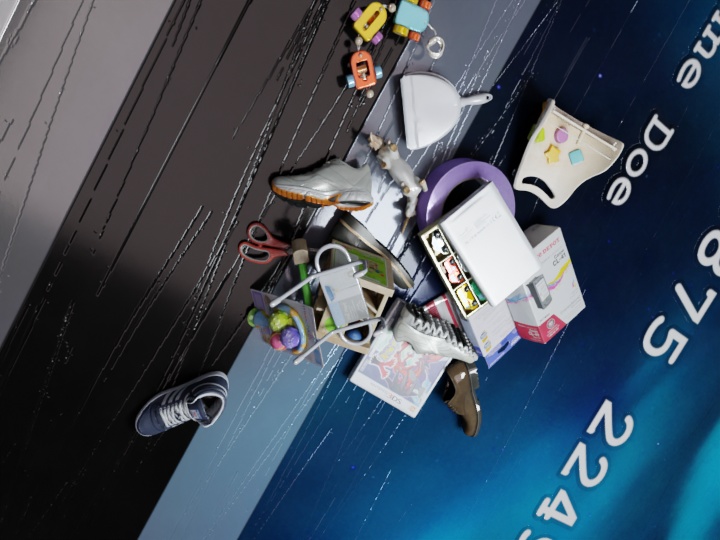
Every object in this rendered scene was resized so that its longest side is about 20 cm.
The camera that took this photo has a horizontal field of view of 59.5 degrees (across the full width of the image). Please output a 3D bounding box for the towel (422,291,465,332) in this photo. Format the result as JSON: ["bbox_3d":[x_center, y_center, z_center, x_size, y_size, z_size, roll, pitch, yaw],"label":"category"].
[{"bbox_3d":[0.168,0.137,1.364,0.196,0.023,0.147,-30,110,-6],"label":"towel"}]

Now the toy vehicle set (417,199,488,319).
[{"bbox_3d":[0.211,-0.021,1.255,0.123,0.027,0.203,-33,108,-5],"label":"toy vehicle set"}]

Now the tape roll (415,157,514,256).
[{"bbox_3d":[0.213,-0.122,1.283,0.194,0.066,0.207,-5,107,-16],"label":"tape roll"}]

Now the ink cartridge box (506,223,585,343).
[{"bbox_3d":[0.382,0.027,1.349,0.146,0.085,0.204,-34,113,-21],"label":"ink cartridge box"}]

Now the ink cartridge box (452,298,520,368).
[{"bbox_3d":[0.269,0.093,1.353,0.118,0.042,0.204,-36,111,-26],"label":"ink cartridge box"}]

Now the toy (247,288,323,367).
[{"bbox_3d":[-0.151,0.110,1.168,0.046,0.197,0.119,-24,114,-34],"label":"toy"}]

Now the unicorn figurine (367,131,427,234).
[{"bbox_3d":[0.079,-0.175,1.208,0.072,0.137,0.205,-22,96,2],"label":"unicorn figurine"}]

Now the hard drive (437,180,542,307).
[{"bbox_3d":[0.254,-0.050,1.226,0.131,0.026,0.202,-37,105,-4],"label":"hard drive"}]

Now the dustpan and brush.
[{"bbox_3d":[0.172,-0.322,1.229,0.193,0.057,0.144,-10,109,-6],"label":"dustpan and brush"}]

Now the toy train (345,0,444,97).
[{"bbox_3d":[0.049,-0.419,1.161,0.195,0.056,0.154,-23,111,-6],"label":"toy train"}]

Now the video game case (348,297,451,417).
[{"bbox_3d":[0.097,0.188,1.337,0.180,0.023,0.203,31,95,-18],"label":"video game case"}]

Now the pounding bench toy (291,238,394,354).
[{"bbox_3d":[-0.056,0.043,1.171,0.195,0.125,0.159,19,114,-10],"label":"pounding bench toy"}]

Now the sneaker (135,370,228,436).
[{"bbox_3d":[-0.341,0.269,1.202,0.196,0.108,0.072,-28,111,-7],"label":"sneaker"}]

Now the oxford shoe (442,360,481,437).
[{"bbox_3d":[0.219,0.286,1.392,0.082,0.073,0.205,-16,114,-8],"label":"oxford shoe"}]

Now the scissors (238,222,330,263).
[{"bbox_3d":[-0.135,-0.033,1.208,0.194,0.014,0.075,17,94,-5],"label":"scissors"}]

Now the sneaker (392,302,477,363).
[{"bbox_3d":[0.153,0.143,1.297,0.196,0.076,0.082,29,110,-16],"label":"sneaker"}]

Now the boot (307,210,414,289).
[{"bbox_3d":[0.000,0.000,1.256,0.199,0.078,0.139,42,95,-9],"label":"boot"}]

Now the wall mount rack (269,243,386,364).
[{"bbox_3d":[-0.053,0.066,1.070,0.169,0.075,0.205,-17,114,5],"label":"wall mount rack"}]

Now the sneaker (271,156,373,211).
[{"bbox_3d":[-0.070,-0.170,1.193,0.193,0.076,0.095,5,77,-9],"label":"sneaker"}]

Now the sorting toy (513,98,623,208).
[{"bbox_3d":[0.401,-0.230,1.297,0.196,0.107,0.184,22,105,-21],"label":"sorting toy"}]
